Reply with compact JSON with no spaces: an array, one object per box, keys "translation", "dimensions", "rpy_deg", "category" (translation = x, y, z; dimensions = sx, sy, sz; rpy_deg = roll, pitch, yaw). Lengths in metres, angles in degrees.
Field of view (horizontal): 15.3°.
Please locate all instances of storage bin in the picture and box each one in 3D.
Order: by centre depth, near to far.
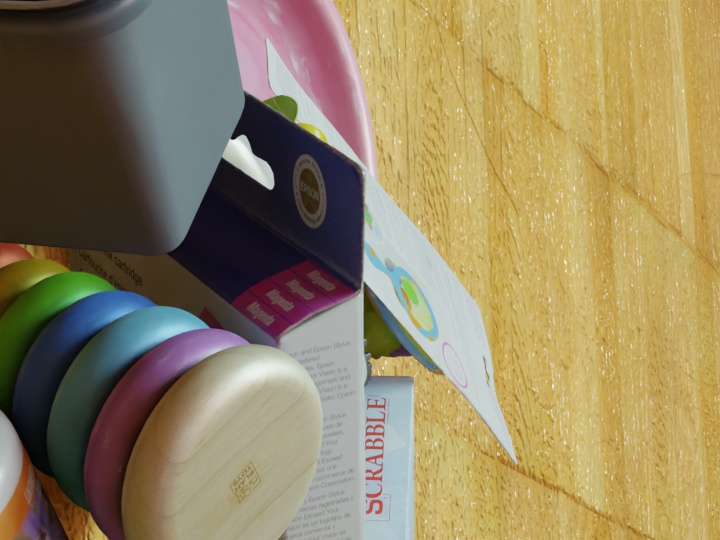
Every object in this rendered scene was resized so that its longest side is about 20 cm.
[{"translation":[-0.132,-0.090,0.907],"dimensions":[0.135,0.199,0.146],"rpy_deg":[75,27,-45],"category":"storage bin"}]

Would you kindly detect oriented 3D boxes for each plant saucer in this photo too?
[{"translation":[-0.050,-0.056,1.272],"dimensions":[0.200,0.051,0.202],"rpy_deg":[-8,90,-69],"category":"plant saucer"}]

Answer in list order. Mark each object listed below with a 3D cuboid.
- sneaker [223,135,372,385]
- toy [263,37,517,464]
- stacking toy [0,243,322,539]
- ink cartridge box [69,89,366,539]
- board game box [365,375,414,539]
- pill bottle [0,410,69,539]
[{"translation":[-0.071,0.003,1.130],"dimensions":[0.093,0.070,0.200],"rpy_deg":[-43,126,-23],"category":"sneaker"},{"translation":[0.000,0.000,1.233],"dimensions":[0.200,0.047,0.115],"rpy_deg":[54,17,-37],"category":"toy"},{"translation":[-0.110,0.031,0.934],"dimensions":[0.085,0.199,0.086],"rpy_deg":[-30,134,-38],"category":"stacking toy"},{"translation":[-0.058,0.031,1.014],"dimensions":[0.043,0.196,0.201],"rpy_deg":[-12,114,-25],"category":"ink cartridge box"},{"translation":[0.002,0.187,1.214],"dimensions":[0.200,0.041,0.201],"rpy_deg":[89,4,-46],"category":"board game box"},{"translation":[-0.134,0.149,0.915],"dimensions":[0.112,0.111,0.201],"rpy_deg":[-67,143,-52],"category":"pill bottle"}]
